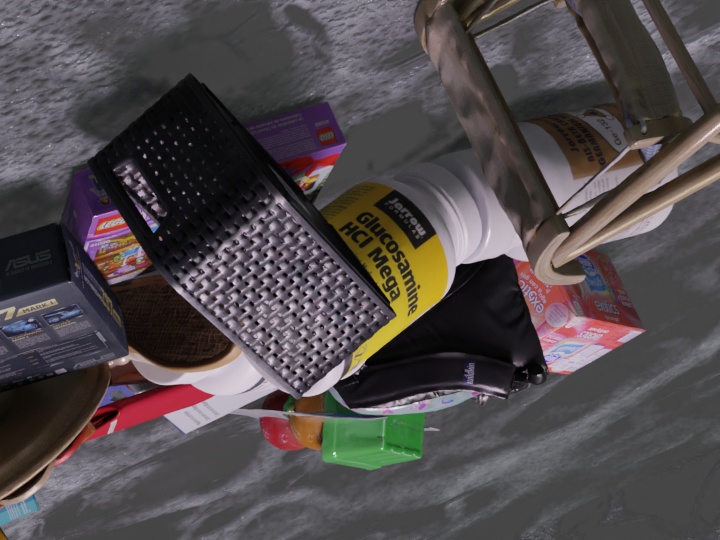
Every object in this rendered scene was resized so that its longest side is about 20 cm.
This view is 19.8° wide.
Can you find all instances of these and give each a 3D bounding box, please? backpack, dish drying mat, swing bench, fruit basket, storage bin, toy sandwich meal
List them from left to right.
[{"bbox_3d":[-0.258,0.140,1.564,0.204,0.070,0.205,-30,-158,14],"label":"toy sandwich meal"},{"bbox_3d":[-0.168,0.111,1.735,0.077,0.018,0.200,-31,171,31],"label":"dish drying mat"},{"bbox_3d":[-0.076,-0.021,1.376,0.094,0.135,0.200,-39,141,2],"label":"storage bin"},{"bbox_3d":[-0.042,0.141,2.048,0.199,0.094,0.185,8,174,25],"label":"fruit basket"},{"bbox_3d":[0.057,0.063,1.886,0.199,0.168,0.127,-19,168,-1],"label":"backpack"},{"bbox_3d":[0.147,-0.125,1.385,0.200,0.200,0.129,-35,160,26],"label":"swing bench"}]

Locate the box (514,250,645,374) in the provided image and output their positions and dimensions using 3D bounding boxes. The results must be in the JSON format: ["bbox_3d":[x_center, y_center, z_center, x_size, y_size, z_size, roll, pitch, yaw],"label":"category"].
[{"bbox_3d":[0.197,0.038,2.095,0.102,0.095,0.200,-32,161,22],"label":"box"}]

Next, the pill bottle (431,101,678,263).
[{"bbox_3d":[0.154,-0.069,1.695,0.199,0.115,0.114,-14,159,-34],"label":"pill bottle"}]

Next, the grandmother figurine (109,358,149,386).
[{"bbox_3d":[-0.215,0.083,1.712,0.199,0.061,0.121,-20,167,-19],"label":"grandmother figurine"}]

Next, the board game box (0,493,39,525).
[{"bbox_3d":[-0.397,0.217,1.864,0.199,0.047,0.151,-22,162,-12],"label":"board game box"}]

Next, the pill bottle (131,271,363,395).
[{"bbox_3d":[-0.090,0.038,1.659,0.199,0.120,0.119,-3,152,-49],"label":"pill bottle"}]

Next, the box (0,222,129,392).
[{"bbox_3d":[-0.278,0.041,1.451,0.199,0.051,0.158,-17,158,3],"label":"box"}]

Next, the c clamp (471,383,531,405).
[{"bbox_3d":[0.068,0.106,2.091,0.199,0.027,0.171,9,161,-8],"label":"c clamp"}]

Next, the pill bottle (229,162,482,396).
[{"bbox_3d":[0.000,0.000,1.572,0.200,0.113,0.113,-37,172,-36],"label":"pill bottle"}]

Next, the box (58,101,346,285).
[{"bbox_3d":[-0.119,-0.051,1.494,0.199,0.039,0.137,-17,162,-24],"label":"box"}]

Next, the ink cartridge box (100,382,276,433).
[{"bbox_3d":[-0.148,0.098,1.881,0.199,0.043,0.196,-28,163,1],"label":"ink cartridge box"}]

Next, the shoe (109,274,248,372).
[{"bbox_3d":[-0.154,0.037,1.550,0.199,0.070,0.053,7,-177,38],"label":"shoe"}]
